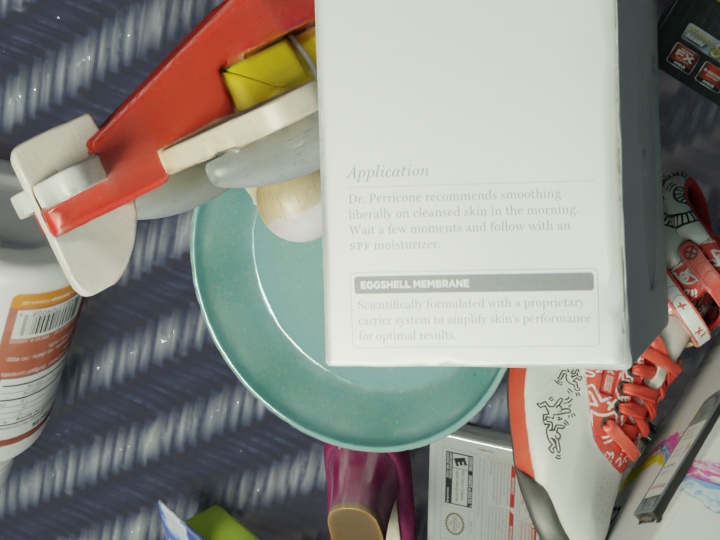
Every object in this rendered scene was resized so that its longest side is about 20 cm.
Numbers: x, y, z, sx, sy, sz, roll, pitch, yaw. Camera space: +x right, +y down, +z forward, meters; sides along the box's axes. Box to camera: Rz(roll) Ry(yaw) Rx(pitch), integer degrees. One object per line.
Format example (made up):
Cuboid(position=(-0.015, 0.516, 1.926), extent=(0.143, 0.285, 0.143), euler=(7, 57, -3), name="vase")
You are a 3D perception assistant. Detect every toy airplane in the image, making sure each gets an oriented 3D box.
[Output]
Cuboid(position=(-0.069, -0.060, 0.835), extent=(0.199, 0.200, 0.141), euler=(-38, 107, 25), name="toy airplane")

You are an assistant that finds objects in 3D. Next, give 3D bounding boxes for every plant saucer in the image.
Cuboid(position=(0.000, 0.000, 0.954), extent=(0.198, 0.036, 0.202), euler=(9, 111, 24), name="plant saucer")

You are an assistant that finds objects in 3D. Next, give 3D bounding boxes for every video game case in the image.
Cuboid(position=(0.135, 0.169, 1.014), extent=(0.198, 0.018, 0.144), euler=(11, 121, 18), name="video game case")

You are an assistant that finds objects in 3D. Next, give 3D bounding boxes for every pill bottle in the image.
Cuboid(position=(-0.231, 0.042, 1.045), extent=(0.111, 0.112, 0.201), euler=(28, 125, 7), name="pill bottle")

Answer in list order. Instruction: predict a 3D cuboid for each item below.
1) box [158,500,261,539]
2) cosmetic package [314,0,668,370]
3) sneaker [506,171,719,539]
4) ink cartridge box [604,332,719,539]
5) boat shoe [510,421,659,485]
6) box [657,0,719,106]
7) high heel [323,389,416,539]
Cuboid(position=(-0.068, 0.243, 1.096), extent=(0.122, 0.047, 0.202), euler=(29, 133, 46), name="box")
Cuboid(position=(0.061, -0.068, 0.730), extent=(0.122, 0.199, 0.202), euler=(0, 92, 14), name="cosmetic package")
Cuboid(position=(0.132, 0.040, 0.843), extent=(0.107, 0.203, 0.067), euler=(-16, 140, 24), name="sneaker")
Cuboid(position=(0.181, 0.106, 0.824), extent=(0.085, 0.148, 0.201), euler=(36, 81, 1), name="ink cartridge box")
Cuboid(position=(0.163, 0.126, 0.933), extent=(0.201, 0.063, 0.074), euler=(40, 113, 4), name="boat shoe")
Cuboid(position=(0.252, -0.113, 0.786), extent=(0.199, 0.048, 0.159), euler=(33, 126, 3), name="box")
Cuboid(position=(0.008, 0.157, 1.057), extent=(0.067, 0.097, 0.201), euler=(-1, 139, 13), name="high heel")
